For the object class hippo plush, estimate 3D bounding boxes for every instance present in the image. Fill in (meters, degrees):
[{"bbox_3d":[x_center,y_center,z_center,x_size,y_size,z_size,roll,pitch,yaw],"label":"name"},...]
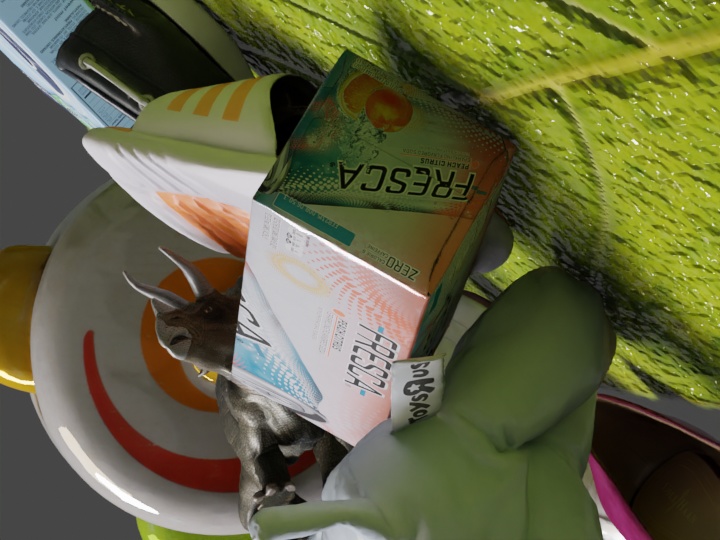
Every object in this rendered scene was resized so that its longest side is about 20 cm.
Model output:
[{"bbox_3d":[0.073,0.104,0.925,0.161,0.159,0.200,41,168,11],"label":"hippo plush"}]

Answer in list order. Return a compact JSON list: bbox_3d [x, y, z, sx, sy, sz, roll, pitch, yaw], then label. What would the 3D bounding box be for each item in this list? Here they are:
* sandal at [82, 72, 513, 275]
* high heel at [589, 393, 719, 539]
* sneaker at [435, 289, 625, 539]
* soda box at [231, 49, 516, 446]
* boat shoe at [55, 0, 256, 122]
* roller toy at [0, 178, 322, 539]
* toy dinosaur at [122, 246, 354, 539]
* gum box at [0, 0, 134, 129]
[{"bbox_3d":[-0.017,-0.041,1.030,0.206,0.059,0.079,9,155,37],"label":"sandal"},{"bbox_3d":[0.130,0.094,0.955,0.096,0.067,0.200,43,173,-9],"label":"high heel"},{"bbox_3d":[0.083,0.097,1.119,0.200,0.100,0.075,38,170,29],"label":"sneaker"},{"bbox_3d":[0.000,0.000,0.922,0.068,0.064,0.200,29,161,6],"label":"soda box"},{"bbox_3d":[-0.043,-0.044,1.122,0.200,0.060,0.076,42,174,6],"label":"boat shoe"},{"bbox_3d":[-0.073,0.032,1.267,0.200,0.182,0.140,48,173,-7],"label":"roller toy"},{"bbox_3d":[-0.034,0.059,1.134,0.200,0.077,0.103,71,177,-69],"label":"toy dinosaur"},{"bbox_3d":[-0.186,-0.147,1.405,0.200,0.045,0.170,48,173,-35],"label":"gum box"}]
